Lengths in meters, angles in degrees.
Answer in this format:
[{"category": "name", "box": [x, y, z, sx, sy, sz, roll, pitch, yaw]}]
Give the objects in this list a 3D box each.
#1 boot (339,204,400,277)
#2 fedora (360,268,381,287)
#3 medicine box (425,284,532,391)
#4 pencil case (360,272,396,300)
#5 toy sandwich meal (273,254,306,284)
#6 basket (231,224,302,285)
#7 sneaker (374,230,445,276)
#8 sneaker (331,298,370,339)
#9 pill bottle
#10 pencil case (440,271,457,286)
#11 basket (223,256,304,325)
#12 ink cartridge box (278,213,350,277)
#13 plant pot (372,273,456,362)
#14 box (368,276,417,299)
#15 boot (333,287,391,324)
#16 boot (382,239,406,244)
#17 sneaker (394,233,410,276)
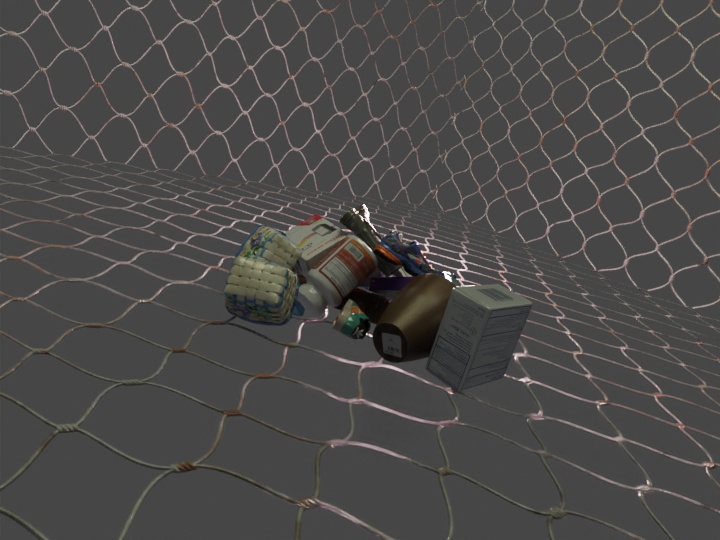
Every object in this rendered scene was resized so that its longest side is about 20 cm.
[{"category": "boot", "box": [0.040, -0.080, 1.645, 0.200, 0.073, 0.182, 43, 22, 3]}, {"category": "fedora", "box": [0.000, 0.000, 1.737, 0.176, 0.091, 0.199, -5, 8, 38]}, {"category": "medicine box", "box": [0.258, 0.142, 1.340, 0.181, 0.201, 0.103, -2, 26, -47]}, {"category": "pencil case", "box": [0.034, 0.024, 1.853, 0.199, 0.084, 0.086, 28, -18, 40]}, {"category": "toy sandwich meal", "box": [-0.175, 0.001, 1.785, 0.203, 0.071, 0.205, 2, 18, -1]}, {"category": "basket", "box": [-0.246, -0.033, 1.567, 0.139, 0.177, 0.200, 36, -14, -24]}, {"category": "sneaker", "box": [0.135, -0.032, 1.539, 0.199, 0.079, 0.075, 29, -4, -18]}, {"category": "sneaker", "box": [-0.017, 0.124, 1.459, 0.080, 0.072, 0.200, 33, 9, -1]}, {"category": "pill bottle", "box": [-0.061, 0.015, 1.523, 0.112, 0.200, 0.112, 42, -17, 16]}, {"category": "pencil case", "box": [0.267, 0.066, 1.891, 0.092, 0.085, 0.200, 36, 14, -5]}, {"category": "basket", "box": [-0.224, 0.052, 1.393, 0.175, 0.140, 0.200, 12, -13, 8]}, {"category": "ink cartridge box", "box": [-0.120, -0.062, 1.667, 0.147, 0.086, 0.200, -32, 33, -18]}, {"category": "plant pot", "box": [0.121, 0.126, 1.384, 0.186, 0.188, 0.200, 21, 29, 30]}, {"category": "box", "box": [0.138, 0.052, 1.578, 0.199, 0.039, 0.136, -2, -18, 46]}, {"category": "boot", "box": [0.026, 0.086, 1.624, 0.199, 0.076, 0.107, 19, 10, 26]}, {"category": "boot", "box": [0.141, -0.002, 1.886, 0.199, 0.157, 0.073, 18, 7, 19]}, {"category": "sneaker", "box": [0.137, -0.011, 1.820, 0.080, 0.201, 0.076, -30, 1, -18]}]
